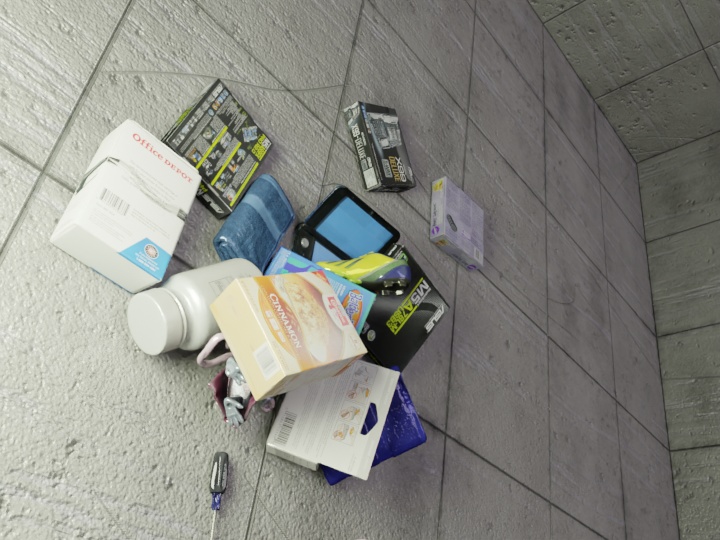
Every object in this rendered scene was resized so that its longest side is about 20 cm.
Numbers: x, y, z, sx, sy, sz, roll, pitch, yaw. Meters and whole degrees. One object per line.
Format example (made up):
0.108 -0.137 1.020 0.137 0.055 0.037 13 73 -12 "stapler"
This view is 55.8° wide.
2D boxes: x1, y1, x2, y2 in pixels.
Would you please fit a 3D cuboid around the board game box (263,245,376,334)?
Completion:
-0.086 0.062 1.198 0.197 0.045 0.153 27 47 -1 "board game box"

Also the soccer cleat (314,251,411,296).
0.000 0.001 1.300 0.196 0.065 0.085 5 55 -11 "soccer cleat"

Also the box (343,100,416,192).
0.048 -0.286 1.599 0.157 0.049 0.204 -6 79 -53 "box"

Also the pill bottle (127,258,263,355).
-0.242 0.056 1.024 0.199 0.113 0.116 -19 89 -52 "pill bottle"

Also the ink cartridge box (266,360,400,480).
-0.044 0.238 1.150 0.173 0.045 0.202 19 57 5 "ink cartridge box"

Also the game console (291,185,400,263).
-0.026 -0.032 1.336 0.199 0.117 0.173 35 49 -36 "game console"

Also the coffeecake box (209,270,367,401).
-0.101 0.088 1.004 0.199 0.073 0.155 -6 61 -56 "coffeecake box"

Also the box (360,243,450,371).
0.070 0.084 1.387 0.201 0.047 0.194 -49 117 -18 "box"

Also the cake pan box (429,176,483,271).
0.260 -0.120 1.794 0.199 0.052 0.187 32 53 -40 "cake pan box"

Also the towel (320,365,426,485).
0.005 0.275 1.214 0.197 0.050 0.150 -22 87 -12 "towel"

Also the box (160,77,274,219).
-0.250 -0.216 1.195 0.161 0.044 0.202 49 42 -27 "box"

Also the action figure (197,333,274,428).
-0.169 0.153 1.068 0.149 0.134 0.200 45 23 -3 "action figure"

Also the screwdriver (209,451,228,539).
-0.214 0.369 0.995 0.029 0.027 0.204 60 29 -64 "screwdriver"

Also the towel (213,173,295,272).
-0.181 -0.077 1.200 0.113 0.048 0.201 62 36 -32 "towel"

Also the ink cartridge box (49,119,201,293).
-0.336 -0.094 0.997 0.144 0.083 0.203 40 47 -34 "ink cartridge box"
